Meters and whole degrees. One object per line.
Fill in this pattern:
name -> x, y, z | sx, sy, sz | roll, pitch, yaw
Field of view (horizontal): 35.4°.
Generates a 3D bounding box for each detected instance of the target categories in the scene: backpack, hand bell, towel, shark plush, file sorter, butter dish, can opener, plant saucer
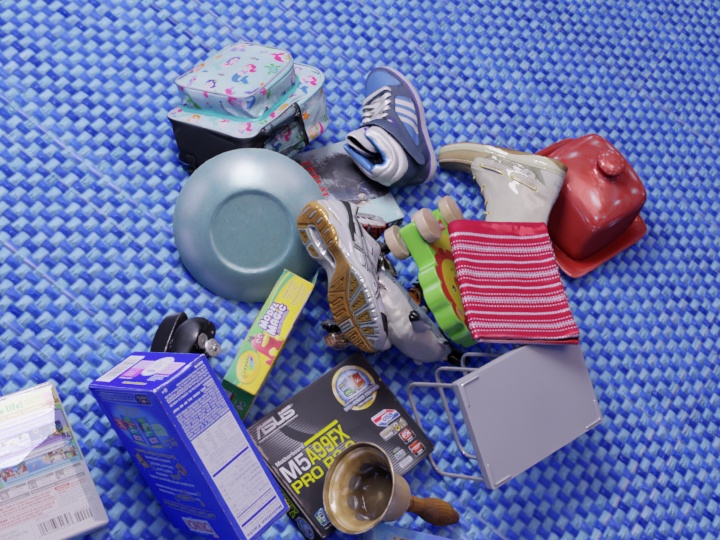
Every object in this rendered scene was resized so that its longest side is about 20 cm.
backpack -> -0.143, -0.220, 1.517 | 0.177, 0.151, 0.200 | 18, 38, 33
hand bell -> 0.058, 0.278, 1.341 | 0.200, 0.104, 0.105 | 29, 48, -45
towel -> 0.194, 0.011, 1.442 | 0.144, 0.023, 0.201 | 2, 48, -12
shark plush -> 0.088, 0.071, 1.461 | 0.200, 0.091, 0.084 | 25, 42, -31
file sorter -> 0.182, 0.166, 1.436 | 0.200, 0.124, 0.139 | -24, 100, -31
butter dish -> 0.340, -0.124, 1.670 | 0.199, 0.148, 0.200 | -29, 75, -33
can opener -> -0.218, 0.143, 1.353 | 0.063, 0.078, 0.201 | 38, 50, -43
plant saucer -> -0.138, -0.052, 1.423 | 0.200, 0.039, 0.202 | -1, 104, -4

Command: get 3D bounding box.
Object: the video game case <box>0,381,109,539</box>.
video game case -> -0.403, 0.234, 1.241 | 0.199, 0.022, 0.183 | -18, 70, -28

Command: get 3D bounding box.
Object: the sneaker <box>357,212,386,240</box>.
sneaker -> -0.060, -0.078, 1.498 | 0.199, 0.078, 0.082 | 10, 58, -16

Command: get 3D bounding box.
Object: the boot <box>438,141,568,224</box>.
boot -> 0.188, -0.099, 1.630 | 0.199, 0.072, 0.155 | 13, 86, 28

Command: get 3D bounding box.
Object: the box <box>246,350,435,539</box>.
box -> -0.030, 0.216, 1.388 | 0.200, 0.044, 0.160 | -32, 78, -33

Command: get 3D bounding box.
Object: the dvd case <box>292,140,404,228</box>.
dvd case -> -0.053, -0.102, 1.574 | 0.199, 0.022, 0.146 | -19, 70, -28

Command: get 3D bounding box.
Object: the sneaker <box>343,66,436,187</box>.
sneaker -> 0.026, -0.212, 1.607 | 0.146, 0.080, 0.201 | 0, 64, -52

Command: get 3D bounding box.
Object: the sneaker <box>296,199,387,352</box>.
sneaker -> 0.000, 0.000, 1.385 | 0.087, 0.076, 0.201 | -12, 77, -46

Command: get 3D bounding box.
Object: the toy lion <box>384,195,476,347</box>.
toy lion -> 0.120, 0.007, 1.517 | 0.192, 0.069, 0.200 | 60, 22, -1

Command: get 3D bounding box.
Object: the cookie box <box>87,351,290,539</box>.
cookie box -> -0.187, 0.191, 1.221 | 0.075, 0.171, 0.201 | -37, 109, -32

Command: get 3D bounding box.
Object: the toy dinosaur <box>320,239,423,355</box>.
toy dinosaur -> 0.019, 0.038, 1.498 | 0.200, 0.102, 0.136 | -21, 85, -60

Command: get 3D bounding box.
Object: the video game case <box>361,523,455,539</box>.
video game case -> 0.092, 0.408, 1.328 | 0.199, 0.045, 0.182 | 15, 56, -13

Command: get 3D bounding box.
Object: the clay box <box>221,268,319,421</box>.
clay box -> -0.117, 0.088, 1.383 | 0.047, 0.115, 0.200 | 27, 54, -2
